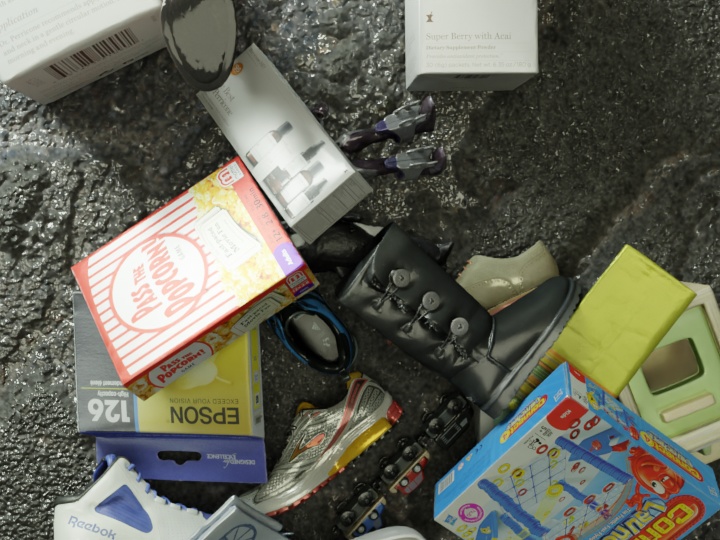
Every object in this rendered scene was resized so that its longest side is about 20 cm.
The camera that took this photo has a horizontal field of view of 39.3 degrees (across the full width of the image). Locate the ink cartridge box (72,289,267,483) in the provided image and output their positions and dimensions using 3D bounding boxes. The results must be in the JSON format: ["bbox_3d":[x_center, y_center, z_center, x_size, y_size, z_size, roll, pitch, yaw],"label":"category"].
[{"bbox_3d":[-0.194,0.117,1.018,0.196,0.047,0.201,-2,91,16],"label":"ink cartridge box"}]

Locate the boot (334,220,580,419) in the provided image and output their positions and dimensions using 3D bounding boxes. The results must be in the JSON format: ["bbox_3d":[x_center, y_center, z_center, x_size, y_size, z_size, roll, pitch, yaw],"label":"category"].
[{"bbox_3d":[0.096,0.021,0.984,0.200,0.066,0.165,37,77,-4],"label":"boot"}]

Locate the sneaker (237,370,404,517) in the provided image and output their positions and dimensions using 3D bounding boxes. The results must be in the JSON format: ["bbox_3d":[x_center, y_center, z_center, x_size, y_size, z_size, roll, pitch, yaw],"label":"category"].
[{"bbox_3d":[-0.052,0.184,1.053,0.200,0.078,0.082,-39,83,-7],"label":"sneaker"}]

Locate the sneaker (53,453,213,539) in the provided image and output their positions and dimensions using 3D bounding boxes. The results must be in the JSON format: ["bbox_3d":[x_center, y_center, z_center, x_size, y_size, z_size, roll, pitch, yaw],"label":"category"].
[{"bbox_3d":[-0.219,0.241,1.011,0.198,0.081,0.116,2,68,-30],"label":"sneaker"}]

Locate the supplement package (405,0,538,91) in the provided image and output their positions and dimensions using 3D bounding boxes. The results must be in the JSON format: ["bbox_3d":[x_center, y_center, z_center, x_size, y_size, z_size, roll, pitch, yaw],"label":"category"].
[{"bbox_3d":[0.108,-0.289,1.014,0.120,0.120,0.201,-1,92,-3],"label":"supplement package"}]

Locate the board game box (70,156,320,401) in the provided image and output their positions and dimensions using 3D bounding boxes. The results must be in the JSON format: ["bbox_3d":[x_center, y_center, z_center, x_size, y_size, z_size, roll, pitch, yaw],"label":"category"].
[{"bbox_3d":[-0.160,0.006,0.962,0.199,0.046,0.152,-34,58,0],"label":"board game box"}]

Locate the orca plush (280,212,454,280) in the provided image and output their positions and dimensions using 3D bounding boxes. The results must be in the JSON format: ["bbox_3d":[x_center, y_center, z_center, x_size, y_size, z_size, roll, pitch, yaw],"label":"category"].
[{"bbox_3d":[0.000,0.000,1.025,0.199,0.105,0.072,15,59,-31],"label":"orca plush"}]

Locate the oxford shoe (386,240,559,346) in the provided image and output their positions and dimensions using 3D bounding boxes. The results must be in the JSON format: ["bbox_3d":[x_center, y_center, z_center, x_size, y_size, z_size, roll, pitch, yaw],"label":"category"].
[{"bbox_3d":[0.115,0.027,1.061,0.199,0.071,0.074,-18,79,-10],"label":"oxford shoe"}]

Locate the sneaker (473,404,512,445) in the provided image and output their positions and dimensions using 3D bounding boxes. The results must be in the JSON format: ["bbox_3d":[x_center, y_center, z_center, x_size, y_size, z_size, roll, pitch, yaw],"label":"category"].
[{"bbox_3d":[0.181,0.169,1.059,0.117,0.074,0.202,-5,102,3],"label":"sneaker"}]

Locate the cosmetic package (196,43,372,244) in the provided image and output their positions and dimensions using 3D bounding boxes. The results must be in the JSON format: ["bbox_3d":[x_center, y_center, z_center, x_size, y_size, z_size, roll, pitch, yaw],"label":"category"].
[{"bbox_3d":[-0.078,-0.128,0.989,0.082,0.051,0.200,-39,61,4],"label":"cosmetic package"}]

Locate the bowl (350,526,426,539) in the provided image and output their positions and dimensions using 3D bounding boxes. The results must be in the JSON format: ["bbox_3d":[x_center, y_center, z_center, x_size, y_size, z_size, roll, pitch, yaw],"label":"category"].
[{"bbox_3d":[0.002,0.365,1.044,0.199,0.075,0.201,-22,105,-4],"label":"bowl"}]

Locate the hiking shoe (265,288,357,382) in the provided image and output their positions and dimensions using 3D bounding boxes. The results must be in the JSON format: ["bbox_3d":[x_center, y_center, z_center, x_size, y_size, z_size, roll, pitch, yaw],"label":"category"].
[{"bbox_3d":[-0.074,0.027,1.030,0.200,0.087,0.074,43,89,-4],"label":"hiking shoe"}]

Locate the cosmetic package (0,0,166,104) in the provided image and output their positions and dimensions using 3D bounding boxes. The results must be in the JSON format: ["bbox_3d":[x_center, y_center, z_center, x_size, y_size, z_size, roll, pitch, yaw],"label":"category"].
[{"bbox_3d":[-0.295,-0.291,0.964,0.164,0.165,0.201,-26,94,-3],"label":"cosmetic package"}]

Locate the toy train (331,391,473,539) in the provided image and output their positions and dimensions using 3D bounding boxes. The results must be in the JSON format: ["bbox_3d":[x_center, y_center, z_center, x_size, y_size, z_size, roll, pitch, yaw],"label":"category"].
[{"bbox_3d":[0.046,0.213,1.075,0.200,0.034,0.046,-46,107,-2],"label":"toy train"}]

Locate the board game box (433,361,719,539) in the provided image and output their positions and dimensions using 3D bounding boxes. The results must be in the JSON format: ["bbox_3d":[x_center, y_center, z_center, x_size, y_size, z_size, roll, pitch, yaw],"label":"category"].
[{"bbox_3d":[0.208,0.219,0.987,0.195,0.056,0.200,35,117,-12],"label":"board game box"}]

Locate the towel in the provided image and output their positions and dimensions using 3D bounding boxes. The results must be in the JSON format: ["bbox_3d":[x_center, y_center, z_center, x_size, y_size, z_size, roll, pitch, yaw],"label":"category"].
[{"bbox_3d":[0.234,0.078,0.989,0.086,0.018,0.200,36,100,1],"label":"towel"}]

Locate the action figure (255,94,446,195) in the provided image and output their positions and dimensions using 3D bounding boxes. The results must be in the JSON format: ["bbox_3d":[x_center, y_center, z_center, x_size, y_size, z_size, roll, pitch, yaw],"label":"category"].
[{"bbox_3d":[-0.016,-0.117,1.036,0.199,0.069,0.131,-16,84,-7],"label":"action figure"}]

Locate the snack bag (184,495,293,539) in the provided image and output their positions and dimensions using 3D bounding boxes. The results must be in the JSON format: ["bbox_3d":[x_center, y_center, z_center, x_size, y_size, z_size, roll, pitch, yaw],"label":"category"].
[{"bbox_3d":[-0.145,0.320,1.009,0.189,0.200,0.021,-44,52,-2],"label":"snack bag"}]

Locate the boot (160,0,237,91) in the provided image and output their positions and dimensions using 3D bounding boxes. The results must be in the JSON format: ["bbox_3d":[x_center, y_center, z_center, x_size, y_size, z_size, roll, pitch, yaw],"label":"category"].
[{"bbox_3d":[-0.152,-0.248,0.959,0.068,0.200,0.189,-20,90,-1],"label":"boot"}]

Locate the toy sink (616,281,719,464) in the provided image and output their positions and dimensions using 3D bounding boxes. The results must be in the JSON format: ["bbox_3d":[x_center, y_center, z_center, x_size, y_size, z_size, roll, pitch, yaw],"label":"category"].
[{"bbox_3d":[0.323,0.129,1.050,0.130,0.112,0.201,-21,94,-2],"label":"toy sink"}]
